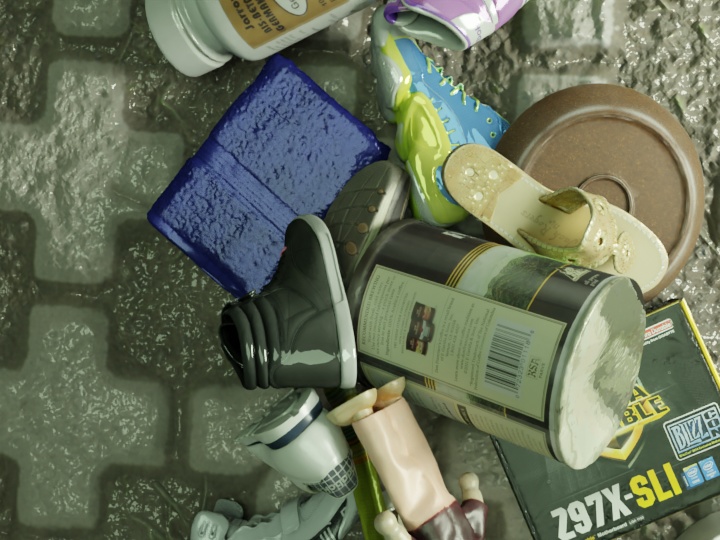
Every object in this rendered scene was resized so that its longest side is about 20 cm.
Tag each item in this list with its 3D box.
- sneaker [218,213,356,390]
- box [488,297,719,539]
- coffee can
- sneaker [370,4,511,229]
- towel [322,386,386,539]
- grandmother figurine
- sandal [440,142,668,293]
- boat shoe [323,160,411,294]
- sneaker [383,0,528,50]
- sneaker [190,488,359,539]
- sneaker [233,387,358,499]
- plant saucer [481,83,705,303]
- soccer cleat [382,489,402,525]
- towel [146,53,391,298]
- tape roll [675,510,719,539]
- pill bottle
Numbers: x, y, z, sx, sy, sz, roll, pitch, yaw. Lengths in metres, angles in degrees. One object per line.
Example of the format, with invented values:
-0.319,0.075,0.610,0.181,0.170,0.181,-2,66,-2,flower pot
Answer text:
-0.067,0.019,0.783,0.097,0.201,0.072,-4,127,-11,sneaker
0.215,0.138,0.845,0.197,0.049,0.162,-24,86,8,box
0.104,0.053,0.780,0.198,0.145,0.149,17,91,35,coffee can
0.074,-0.142,0.872,0.103,0.076,0.204,-14,93,-3,sneaker
0.004,0.184,0.798,0.018,0.086,0.204,-12,77,-10,towel
0.053,0.182,0.727,0.060,0.120,0.203,-40,71,48,grandmother figurine
0.160,-0.033,0.784,0.209,0.070,0.079,29,97,-6,sandal
0.000,0.000,0.870,0.075,0.072,0.203,46,116,50,boat shoe
0.042,-0.270,0.817,0.114,0.073,0.201,-41,80,-12,sneaker
-0.080,0.229,0.877,0.114,0.075,0.201,38,94,9,sneaker
-0.051,0.146,0.817,0.076,0.200,0.081,-43,94,-9,sneaker
0.202,-0.055,0.834,0.196,0.035,0.205,0,99,-3,plant saucer
0.077,0.276,0.848,0.069,0.078,0.200,-42,83,6,soccer cleat
-0.084,-0.078,0.904,0.147,0.050,0.201,40,96,5,towel
0.339,0.301,0.808,0.198,0.071,0.207,0,89,9,tape roll
-0.086,-0.251,0.860,0.197,0.114,0.116,-20,85,24,pill bottle
